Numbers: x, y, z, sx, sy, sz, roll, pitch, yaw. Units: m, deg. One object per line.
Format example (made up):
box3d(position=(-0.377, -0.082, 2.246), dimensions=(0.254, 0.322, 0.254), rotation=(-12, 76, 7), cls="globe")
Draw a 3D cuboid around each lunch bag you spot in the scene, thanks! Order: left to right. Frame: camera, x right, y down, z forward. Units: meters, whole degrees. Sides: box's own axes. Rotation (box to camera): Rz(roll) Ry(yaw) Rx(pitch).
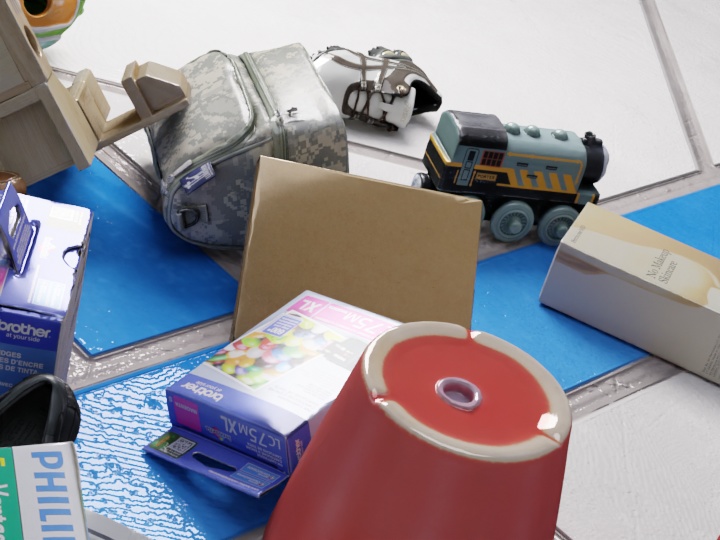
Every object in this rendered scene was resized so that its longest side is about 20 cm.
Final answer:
box3d(position=(-0.108, -0.109, 1.377), dimensions=(0.166, 0.140, 0.200), rotation=(-11, 36, -10), cls="lunch bag")

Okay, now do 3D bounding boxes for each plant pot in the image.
box3d(position=(0.046, 0.145, 1.003), dimensions=(0.199, 0.178, 0.201), rotation=(12, 32, -7), cls="plant pot")

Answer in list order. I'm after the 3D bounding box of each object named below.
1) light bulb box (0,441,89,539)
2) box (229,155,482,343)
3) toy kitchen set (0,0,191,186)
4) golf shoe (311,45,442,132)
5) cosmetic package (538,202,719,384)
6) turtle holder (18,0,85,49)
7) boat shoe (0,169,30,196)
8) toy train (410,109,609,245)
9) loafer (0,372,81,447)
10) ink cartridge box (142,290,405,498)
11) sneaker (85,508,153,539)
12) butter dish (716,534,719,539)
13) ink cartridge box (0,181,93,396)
box3d(position=(-0.232, 0.202, 0.738), dimensions=(0.198, 0.199, 0.125), rotation=(-4, 37, -16), cls="light bulb box")
box3d(position=(0.000, 0.000, 1.265), dimensions=(0.198, 0.021, 0.165), rotation=(11, 71, -11), cls="box")
box3d(position=(-0.256, -0.190, 1.292), dimensions=(0.162, 0.181, 0.200), rotation=(-24, 19, 4), cls="toy kitchen set")
box3d(position=(0.008, -0.190, 1.608), dimensions=(0.199, 0.078, 0.094), rotation=(-19, 47, -43), cls="golf shoe")
box3d(position=(0.278, 0.021, 1.413), dimensions=(0.199, 0.071, 0.105), rotation=(24, 32, 11), cls="cosmetic package")
box3d(position=(-0.371, -0.282, 1.506), dimensions=(0.184, 0.142, 0.132), rotation=(18, 32, -1), cls="turtle holder")
box3d(position=(-0.358, -0.077, 1.196), dimensions=(0.198, 0.069, 0.072), rotation=(2, 12, 8), cls="boat shoe")
box3d(position=(0.149, -0.092, 1.487), dimensions=(0.199, 0.115, 0.085), rotation=(5, 33, -19), cls="toy train")
box3d(position=(-0.233, 0.146, 0.887), dimensions=(0.068, 0.070, 0.201), rotation=(29, 71, 5), cls="loafer")
box3d(position=(-0.056, 0.087, 1.124), dimensions=(0.119, 0.042, 0.200), rotation=(18, 38, 34), cls="ink cartridge box")
box3d(position=(-0.115, 0.212, 0.921), dimensions=(0.199, 0.078, 0.080), rotation=(24, 66, -13), cls="sneaker")
box3d(position=(0.344, 0.238, 1.051), dimensions=(0.199, 0.149, 0.200), rotation=(-17, 10, 36), cls="butter dish")
box3d(position=(-0.229, 0.042, 1.007), dimensions=(0.076, 0.201, 0.137), rotation=(12, 31, -9), cls="ink cartridge box")
